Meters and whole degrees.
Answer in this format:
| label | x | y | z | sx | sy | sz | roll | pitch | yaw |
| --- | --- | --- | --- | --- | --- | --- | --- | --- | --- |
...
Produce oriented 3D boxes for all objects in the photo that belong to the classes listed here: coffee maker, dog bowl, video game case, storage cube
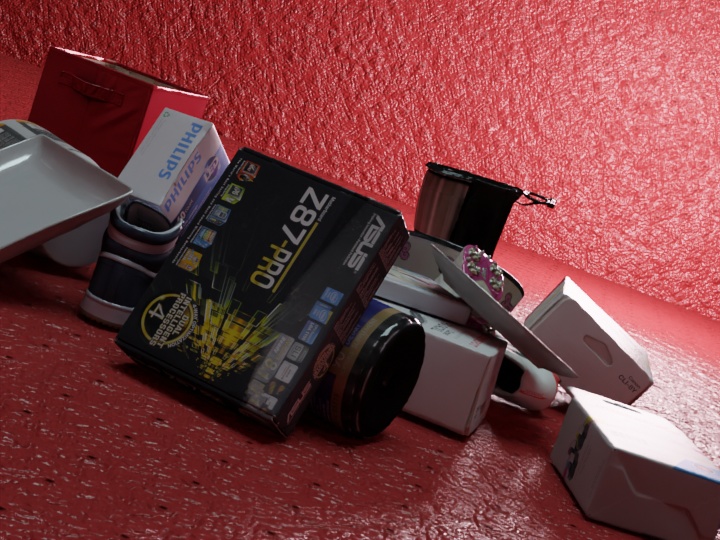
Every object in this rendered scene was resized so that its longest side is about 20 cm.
| label | x | y | z | sx | sy | sz | roll | pitch | yaw |
| --- | --- | --- | --- | --- | --- | --- | --- | --- | --- |
| coffee maker | 0.154 | -0.035 | 1.872 | 0.192 | 0.200 | 0.135 | 20 | 10 | 17 |
| dog bowl | 0.096 | 0.025 | 1.609 | 0.200 | 0.074 | 0.200 | 22 | -14 | 6 |
| video game case | 0.000 | 0.000 | 1.346 | 0.200 | 0.022 | 0.182 | 19 | 5 | -12 |
| storage cube | -0.345 | -0.192 | 1.809 | 0.171 | 0.180 | 0.200 | 22 | 10 | 17 |

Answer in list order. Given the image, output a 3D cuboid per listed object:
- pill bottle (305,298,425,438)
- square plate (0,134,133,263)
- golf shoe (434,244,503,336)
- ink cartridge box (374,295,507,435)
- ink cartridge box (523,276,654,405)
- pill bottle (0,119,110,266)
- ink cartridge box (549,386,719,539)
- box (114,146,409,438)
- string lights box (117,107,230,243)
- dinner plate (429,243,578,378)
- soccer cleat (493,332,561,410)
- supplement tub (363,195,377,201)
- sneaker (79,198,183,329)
| label | x | y | z | sx | sy | sz | roll | pitch | yaw |
| --- | --- | --- | --- | --- | --- | --- | --- | --- | --- |
| pill bottle | -0.054 | 0.055 | 1.116 | 0.200 | 0.112 | 0.112 | 24 | 9 | 25 |
| square plate | -0.331 | -0.054 | 1.176 | 0.198 | 0.028 | 0.200 | -27 | 35 | -27 |
| golf shoe | 0.101 | 0.058 | 1.431 | 0.075 | 0.092 | 0.200 | 43 | 37 | -14 |
| ink cartridge box | 0.035 | 0.077 | 1.271 | 0.200 | 0.083 | 0.145 | 21 | 7 | 11 |
| ink cartridge box | 0.267 | 0.093 | 1.557 | 0.145 | 0.083 | 0.200 | 45 | 10 | 4 |
| pill bottle | -0.326 | -0.079 | 1.344 | 0.116 | 0.116 | 0.200 | 13 | 11 | -39 |
| ink cartridge box | 0.245 | 0.175 | 1.182 | 0.115 | 0.068 | 0.200 | 19 | 9 | -6 |
| box | -0.078 | 0.014 | 1.051 | 0.161 | 0.200 | 0.049 | 25 | -19 | 22 |
| string lights box | -0.168 | -0.058 | 1.303 | 0.059 | 0.103 | 0.200 | 20 | -25 | 21 |
| dinner plate | 0.139 | 0.046 | 1.319 | 0.200 | 0.024 | 0.200 | 44 | 2 | -2 |
| soccer cleat | 0.134 | 0.095 | 1.459 | 0.200 | 0.069 | 0.085 | 33 | 11 | 40 |
| supplement tub | -0.080 | -0.041 | 1.561 | 0.200 | 0.145 | 0.145 | 16 | 9 | -24 |
| sneaker | -0.205 | -0.015 | 1.229 | 0.070 | 0.109 | 0.200 | 20 | 8 | -2 |
